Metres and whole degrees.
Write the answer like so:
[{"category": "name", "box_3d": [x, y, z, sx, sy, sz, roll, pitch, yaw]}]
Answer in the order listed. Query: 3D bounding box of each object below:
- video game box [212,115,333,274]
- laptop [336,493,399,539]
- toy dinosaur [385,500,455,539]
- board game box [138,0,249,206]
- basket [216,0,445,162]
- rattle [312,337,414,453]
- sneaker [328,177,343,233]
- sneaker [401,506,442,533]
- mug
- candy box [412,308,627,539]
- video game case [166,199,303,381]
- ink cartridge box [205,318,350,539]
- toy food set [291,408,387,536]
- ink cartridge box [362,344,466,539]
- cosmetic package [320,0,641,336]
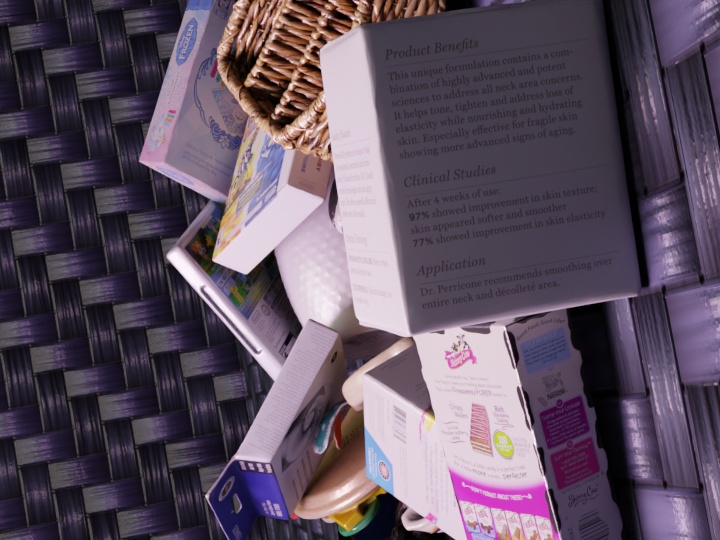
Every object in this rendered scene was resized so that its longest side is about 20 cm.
[{"category": "video game box", "box_3d": [-0.072, -0.115, 1.537, 0.200, 0.046, 0.184, -39, 32, 57]}, {"category": "laptop", "box_3d": [0.041, 0.336, 1.719, 0.200, 0.115, 0.189, -125, 28, -71]}, {"category": "toy dinosaur", "box_3d": [0.062, 0.271, 1.661, 0.136, 0.101, 0.201, -87, -24, -54]}, {"category": "board game box", "box_3d": [-0.123, -0.169, 1.674, 0.043, 0.199, 0.201, 5, 75, 40]}, {"category": "basket", "box_3d": [-0.029, -0.201, 1.346, 0.201, 0.148, 0.143, -60, 16, 28]}, {"category": "rattle", "box_3d": [-0.004, 0.072, 1.538, 0.143, 0.130, 0.200, 48, 136, -4]}, {"category": "sneaker", "box_3d": [0.030, -0.130, 1.545, 0.115, 0.075, 0.202, -2, -70, -64]}, {"category": "sneaker", "box_3d": [0.076, 0.162, 1.482, 0.075, 0.089, 0.202, -118, 21, -58]}, {"category": "mug", "box_3d": [0.000, 0.000, 1.658, 0.200, 0.147, 0.177, 31, -138, -62]}, {"category": "candy box", "box_3d": [0.117, 0.125, 1.179, 0.136, 0.061, 0.202, -1, 107, 61]}, {"category": "video game case", "box_3d": [-0.110, 0.013, 1.669, 0.183, 0.022, 0.200, 50, -158, -10]}, {"category": "ink cartridge box", "box_3d": [-0.073, 0.173, 1.577, 0.201, 0.040, 0.200, -60, -15, -19]}, {"category": "toy food set", "box_3d": [0.001, 0.194, 1.699, 0.049, 0.198, 0.200, 49, 170, -19]}, {"category": "ink cartridge box", "box_3d": [0.092, 0.162, 1.355, 0.199, 0.068, 0.116, 31, 135, 40]}, {"category": "cosmetic package", "box_3d": [0.076, -0.070, 1.095, 0.166, 0.166, 0.202, -173, 75, -79]}]
